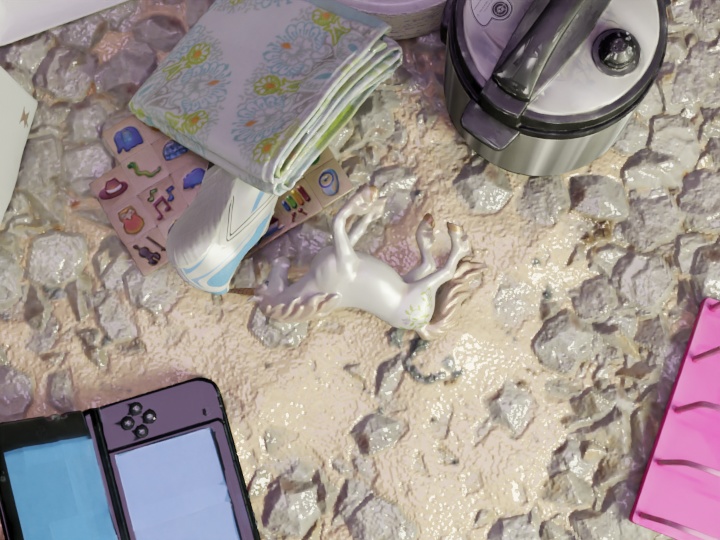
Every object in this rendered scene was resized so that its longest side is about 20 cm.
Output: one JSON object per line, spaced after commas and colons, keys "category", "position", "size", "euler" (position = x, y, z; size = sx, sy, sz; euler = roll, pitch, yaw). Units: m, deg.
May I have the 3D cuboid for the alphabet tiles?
{"category": "alphabet tiles", "position": [-0.133, -0.088, 0.978], "size": [0.200, 0.008, 0.168], "euler": [-32, 81, -3]}

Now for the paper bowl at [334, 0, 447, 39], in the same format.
{"category": "paper bowl", "position": [0.026, -0.314, 0.961], "size": [0.200, 0.104, 0.202], "euler": [0, 79, 3]}

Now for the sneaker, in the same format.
{"category": "sneaker", "position": [-0.097, -0.071, 0.946], "size": [0.072, 0.073, 0.200], "euler": [17, 68, 33]}

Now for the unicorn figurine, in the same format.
{"category": "unicorn figurine", "position": [0.000, 0.000, 0.922], "size": [0.199, 0.074, 0.138], "euler": [25, 93, 0]}

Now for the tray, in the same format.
{"category": "tray", "position": [-0.257, -0.285, 0.989], "size": [0.199, 0.022, 0.108], "euler": [-20, 115, -1]}

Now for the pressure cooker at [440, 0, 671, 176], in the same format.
{"category": "pressure cooker", "position": [0.155, -0.180, 0.885], "size": [0.178, 0.200, 0.177], "euler": [-7, 81, 2]}

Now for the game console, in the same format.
{"category": "game console", "position": [-0.179, 0.198, 0.877], "size": [0.172, 0.119, 0.201], "euler": [-17, 81, 0]}

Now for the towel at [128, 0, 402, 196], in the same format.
{"category": "towel", "position": [-0.083, -0.165, 0.927], "size": [0.200, 0.048, 0.171], "euler": [31, 73, 35]}

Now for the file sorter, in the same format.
{"category": "file sorter", "position": [0.321, 0.131, 0.866], "size": [0.138, 0.125, 0.201], "euler": [20, 82, 6]}

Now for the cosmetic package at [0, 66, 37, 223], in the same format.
{"category": "cosmetic package", "position": [-0.406, -0.111, 0.911], "size": [0.199, 0.166, 0.168], "euler": [13, 81, 3]}
